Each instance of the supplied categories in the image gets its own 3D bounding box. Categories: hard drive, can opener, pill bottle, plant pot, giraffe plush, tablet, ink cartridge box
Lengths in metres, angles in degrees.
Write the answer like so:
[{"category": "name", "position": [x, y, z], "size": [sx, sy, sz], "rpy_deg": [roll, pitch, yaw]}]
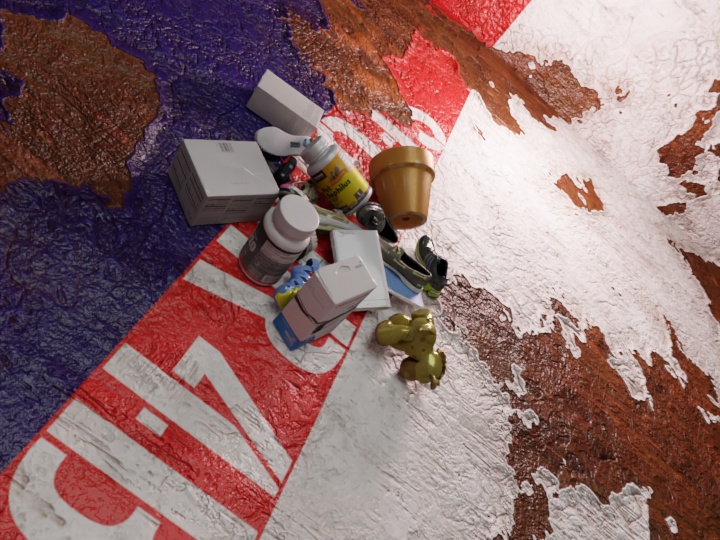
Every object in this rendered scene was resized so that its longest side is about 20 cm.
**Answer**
[{"category": "hard drive", "position": [-0.001, -0.002, 1.459], "size": [0.129, 0.027, 0.205], "rpy_deg": [0, 70, -27]}, {"category": "can opener", "position": [-0.194, -0.258, 1.502], "size": [0.080, 0.062, 0.201], "rpy_deg": [63, 18, -16]}, {"category": "pill bottle", "position": [-0.179, -0.067, 1.290], "size": [0.112, 0.200, 0.116], "rpy_deg": [22, 45, -24]}, {"category": "plant pot", "position": [0.126, -0.228, 1.709], "size": [0.196, 0.199, 0.188], "rpy_deg": [11, 66, -34]}, {"category": "giraffe plush", "position": [0.140, 0.194, 1.409], "size": [0.171, 0.196, 0.166], "rpy_deg": [-24, 103, -51]}, {"category": "tablet", "position": [0.106, 0.012, 1.588], "size": [0.128, 0.014, 0.202], "rpy_deg": [27, 32, -25]}, {"category": "pill bottle", "position": [-0.066, -0.248, 1.534], "size": [0.201, 0.108, 0.110], "rpy_deg": [48, 38, -20]}, {"category": "ink cartridge box", "position": [-0.077, 0.071, 1.266], "size": [0.143, 0.200, 0.085], "rpy_deg": [-21, 71, -47]}]

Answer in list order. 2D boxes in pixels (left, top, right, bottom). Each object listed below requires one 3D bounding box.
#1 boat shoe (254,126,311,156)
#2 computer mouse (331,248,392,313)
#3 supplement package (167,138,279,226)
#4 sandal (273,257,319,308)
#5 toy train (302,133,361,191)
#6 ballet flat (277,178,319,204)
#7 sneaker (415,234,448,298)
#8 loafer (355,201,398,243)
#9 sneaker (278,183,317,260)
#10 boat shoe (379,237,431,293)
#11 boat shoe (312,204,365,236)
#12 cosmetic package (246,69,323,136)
[{"category": "boat shoe", "position": [-0.213, -0.343, 1.588], "size": [0.197, 0.065, 0.074], "rpy_deg": [-10, 100, -47]}, {"category": "computer mouse", "position": [0.000, 0.000, 1.505], "size": [0.137, 0.053, 0.202], "rpy_deg": [-18, 71, -46]}, {"category": "supplement package", "position": [-0.313, -0.203, 1.354], "size": [0.197, 0.111, 0.158], "rpy_deg": [-9, 64, -45]}, {"category": "sandal", "position": [-0.136, 0.027, 1.355], "size": [0.088, 0.080, 0.199], "rpy_deg": [50, 32, 11]}, {"category": "toy train", "position": [-0.072, -0.285, 1.624], "size": [0.197, 0.055, 0.154], "rpy_deg": [19, 79, -32]}, {"category": "ballet flat", "position": [-0.168, -0.180, 1.488], "size": [0.200, 0.066, 0.077], "rpy_deg": [-50, 135, -51]}, {"category": "sneaker", "position": [0.213, -0.024, 1.687], "size": [0.073, 0.081, 0.204], "rpy_deg": [14, 50, -32]}, {"category": "loafer", "position": [0.053, -0.125, 1.583], "size": [0.063, 0.072, 0.199], "rpy_deg": [47, 8, 26]}, {"category": "sneaker", "position": [-0.157, -0.104, 1.379], "size": [0.072, 0.203, 0.088], "rpy_deg": [14, 48, 26]}, {"category": "boat shoe", "position": [0.102, -0.030, 1.562], "size": [0.201, 0.060, 0.072], "rpy_deg": [42, 28, 1]}, {"category": "boat shoe", "position": [-0.063, -0.124, 1.517], "size": [0.197, 0.074, 0.070], "rpy_deg": [9, 73, -44]}, {"category": "cosmetic package", "position": [-0.212, -0.461, 1.672], "size": [0.198, 0.085, 0.109], "rpy_deg": [32, 41, -15]}]
